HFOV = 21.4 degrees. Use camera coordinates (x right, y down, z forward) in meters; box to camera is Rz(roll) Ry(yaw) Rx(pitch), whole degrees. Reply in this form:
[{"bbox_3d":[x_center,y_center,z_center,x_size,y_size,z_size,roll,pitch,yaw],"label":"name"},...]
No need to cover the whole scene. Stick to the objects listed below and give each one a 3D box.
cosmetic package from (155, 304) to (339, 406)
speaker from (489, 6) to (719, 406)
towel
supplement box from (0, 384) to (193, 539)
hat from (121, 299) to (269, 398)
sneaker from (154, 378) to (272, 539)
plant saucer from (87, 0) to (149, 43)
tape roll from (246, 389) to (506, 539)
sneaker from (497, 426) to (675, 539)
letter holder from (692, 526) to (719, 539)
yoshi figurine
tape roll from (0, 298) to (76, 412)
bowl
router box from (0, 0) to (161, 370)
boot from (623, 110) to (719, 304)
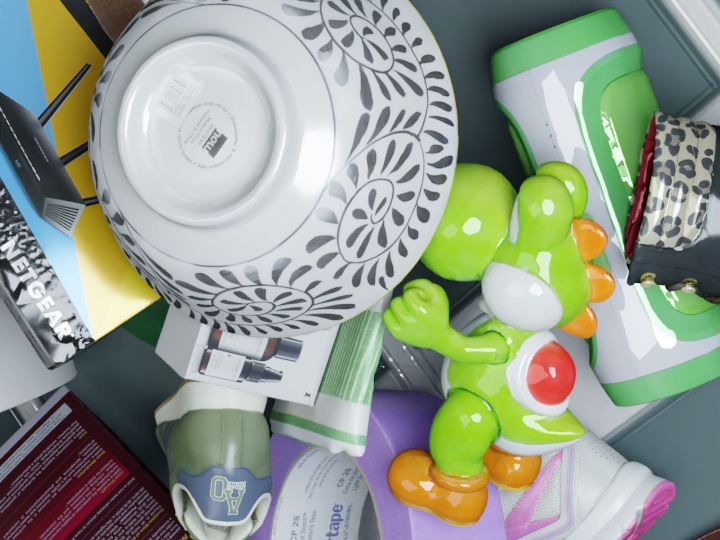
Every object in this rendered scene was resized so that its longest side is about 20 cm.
[{"bbox_3d":[-0.036,-0.035,1.015,0.051,0.082,0.202,30,104,58],"label":"cosmetic package"},{"bbox_3d":[0.136,-0.034,1.023,0.088,0.088,0.202,-18,93,35],"label":"speaker"},{"bbox_3d":[0.000,0.000,1.060,0.023,0.152,0.202,17,85,-15],"label":"towel"},{"bbox_3d":[-0.167,0.171,1.217,0.109,0.061,0.200,-45,44,-7],"label":"supplement box"},{"bbox_3d":[-0.163,0.006,1.136,0.202,0.175,0.166,70,157,12],"label":"hat"},{"bbox_3d":[-0.089,0.123,1.136,0.066,0.200,0.091,3,76,-9],"label":"sneaker"},{"bbox_3d":[-0.058,-0.186,1.044,0.202,0.199,0.034,63,158,2],"label":"plant saucer"},{"bbox_3d":[0.005,0.171,1.120,0.200,0.065,0.202,-10,78,60],"label":"tape roll"},{"bbox_3d":[0.092,0.160,1.117,0.088,0.081,0.200,49,117,16],"label":"sneaker"},{"bbox_3d":[0.182,0.246,1.075,0.100,0.143,0.200,36,130,-18],"label":"letter holder"},{"bbox_3d":[0.060,0.025,0.996,0.111,0.113,0.201,5,121,-13],"label":"yoshi figurine"},{"bbox_3d":[-0.301,0.035,1.252,0.201,0.202,0.140,-15,95,34],"label":"tape roll"},{"bbox_3d":[-0.059,-0.066,0.927,0.199,0.094,0.203,0,91,18],"label":"bowl"},{"bbox_3d":[-0.162,-0.070,1.039,0.201,0.149,0.051,57,165,-4],"label":"router box"},{"bbox_3d":[0.205,0.020,0.966,0.152,0.074,0.206,8,103,-2],"label":"boot"}]
